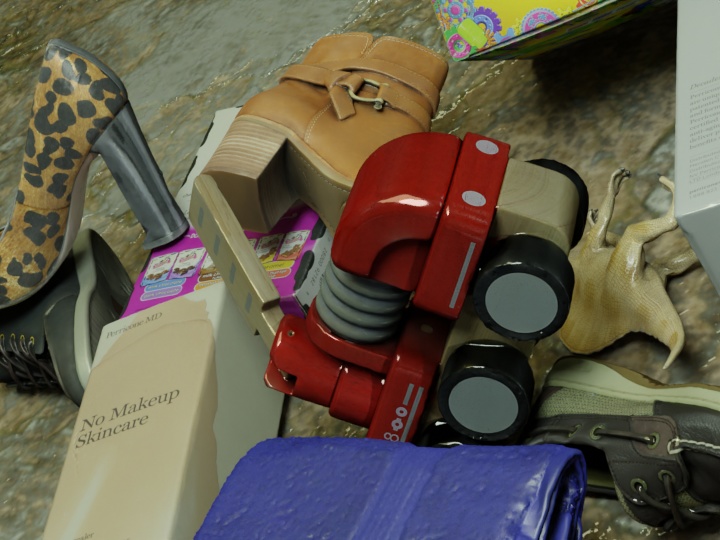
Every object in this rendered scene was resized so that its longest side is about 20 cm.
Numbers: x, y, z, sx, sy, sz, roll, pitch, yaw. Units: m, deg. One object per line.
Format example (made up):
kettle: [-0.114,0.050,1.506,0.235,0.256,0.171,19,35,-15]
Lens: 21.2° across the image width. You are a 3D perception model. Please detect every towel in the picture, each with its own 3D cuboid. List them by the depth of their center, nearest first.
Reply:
towel: [0.003,0.145,0.905,0.199,0.050,0.148,-1,45,38]

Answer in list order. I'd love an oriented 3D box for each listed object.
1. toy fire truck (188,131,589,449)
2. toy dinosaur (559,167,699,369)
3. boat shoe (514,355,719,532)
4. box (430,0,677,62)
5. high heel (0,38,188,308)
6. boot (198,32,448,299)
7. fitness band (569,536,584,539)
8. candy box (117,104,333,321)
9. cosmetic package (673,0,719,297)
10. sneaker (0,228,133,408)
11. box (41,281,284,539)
toy fire truck: [0.000,0.000,0.972,0.199,0.177,0.129,18,37,1]
toy dinosaur: [0.146,0.005,1.024,0.101,0.058,0.200,-55,28,-3]
boat shoe: [0.146,0.091,0.896,0.065,0.073,0.200,-55,26,-13]
box: [0.148,-0.214,1.138,0.199,0.123,0.193,-21,-1,19]
high heel: [-0.221,-0.056,1.195,0.199,0.143,0.072,-20,24,15]
boot: [0.020,-0.067,1.129,0.199,0.077,0.155,15,46,25]
fitness band: [0.045,0.189,0.890,0.143,0.037,0.201,-19,36,26]
candy box: [-0.054,-0.027,1.210,0.136,0.061,0.201,-9,42,31]
cosmetic package: [0.213,-0.069,0.999,0.071,0.102,0.201,-17,37,25]
sneaker: [-0.194,0.057,1.227,0.106,0.075,0.200,-35,24,7]
box: [-0.106,0.110,1.062,0.095,0.078,0.201,-21,35,21]
